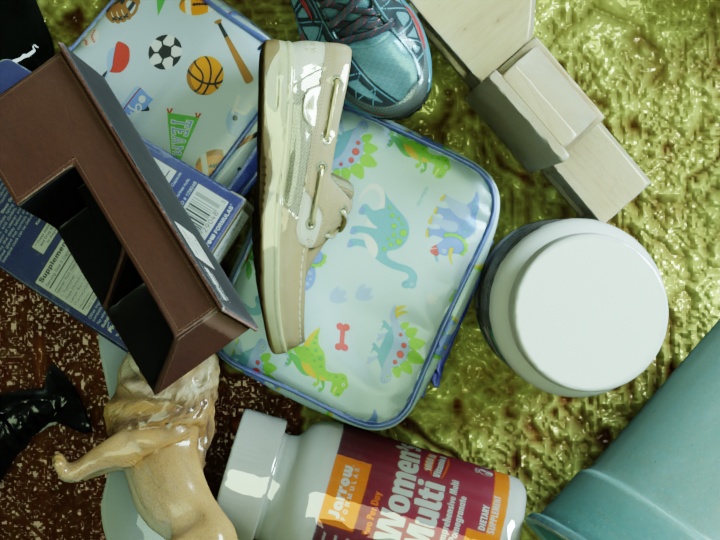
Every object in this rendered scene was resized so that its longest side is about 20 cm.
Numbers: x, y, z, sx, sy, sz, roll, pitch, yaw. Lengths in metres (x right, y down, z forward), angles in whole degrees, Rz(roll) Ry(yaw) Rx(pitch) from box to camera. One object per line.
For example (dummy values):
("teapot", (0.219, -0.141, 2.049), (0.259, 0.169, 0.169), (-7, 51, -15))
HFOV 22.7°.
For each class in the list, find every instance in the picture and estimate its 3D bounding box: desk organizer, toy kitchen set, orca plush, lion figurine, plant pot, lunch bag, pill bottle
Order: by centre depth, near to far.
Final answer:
("desk organizer", (-0.152, -0.030, 1.092), (0.077, 0.072, 0.201), (-35, 73, 5))
("lion figurine", (-0.122, 0.144, 1.150), (0.122, 0.073, 0.201), (-22, 77, -5))
("pill bottle", (0.136, 0.022, 1.168), (0.112, 0.200, 0.114), (0, 91, 0))
("toy kitchen set", (0.158, -0.160, 1.183), (0.180, 0.163, 0.200), (-41, 92, 0))
("plant pot", (0.246, 0.148, 1.186), (0.200, 0.200, 0.196), (39, 82, -1))
("lunch bag", (-0.136, -0.090, 1.207), (0.160, 0.076, 0.200), (37, 93, 17))
("pill bottle", (0.003, 0.165, 1.214), (0.199, 0.110, 0.110), (17, 91, -2))
("lunch bag", (0.000, 0.000, 1.224), (0.160, 0.082, 0.201), (24, 90, 1))
("orca plush", (-0.277, 0.146, 1.229), (0.199, 0.071, 0.106), (-24, 91, 0))

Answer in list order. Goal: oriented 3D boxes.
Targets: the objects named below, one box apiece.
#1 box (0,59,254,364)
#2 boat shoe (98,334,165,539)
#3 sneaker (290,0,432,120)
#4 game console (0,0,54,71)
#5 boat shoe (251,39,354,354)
("box", (-0.181, -0.040, 1.152), (0.199, 0.032, 0.122), (32, 86, 16))
("boat shoe", (-0.144, 0.116, 1.233), (0.073, 0.068, 0.201), (-11, 85, 3))
("sneaker", (-0.022, -0.185, 1.153), (0.079, 0.096, 0.201), (-30, 88, 6))
("game console", (-0.338, -0.197, 1.248), (0.175, 0.116, 0.201), (-24, 92, -30))
("boat shoe", (-0.034, -0.045, 1.143), (0.064, 0.072, 0.202), (0, 99, -8))
